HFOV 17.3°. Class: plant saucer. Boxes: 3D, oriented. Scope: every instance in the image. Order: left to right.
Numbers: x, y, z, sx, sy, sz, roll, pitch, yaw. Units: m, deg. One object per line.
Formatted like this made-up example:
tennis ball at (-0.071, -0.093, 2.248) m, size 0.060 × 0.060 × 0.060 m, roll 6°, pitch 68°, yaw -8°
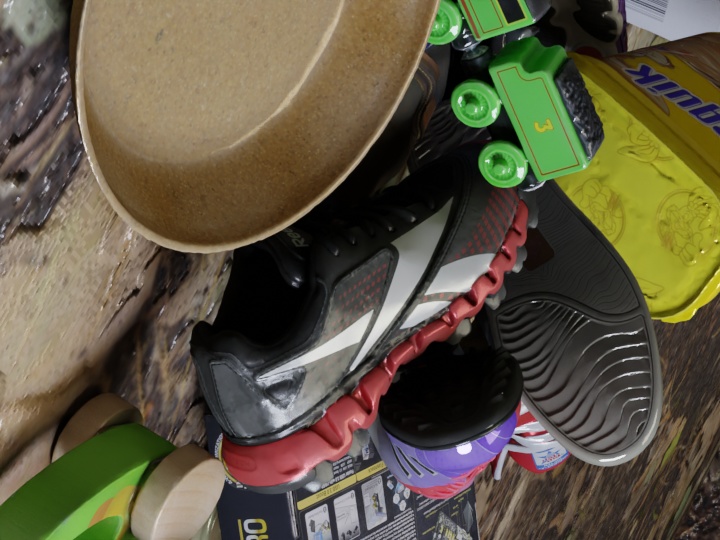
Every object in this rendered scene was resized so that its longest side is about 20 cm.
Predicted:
plant saucer at (-0.043, -0.105, 0.887) m, size 0.200 × 0.035 × 0.201 m, roll -32°, pitch 135°, yaw -38°

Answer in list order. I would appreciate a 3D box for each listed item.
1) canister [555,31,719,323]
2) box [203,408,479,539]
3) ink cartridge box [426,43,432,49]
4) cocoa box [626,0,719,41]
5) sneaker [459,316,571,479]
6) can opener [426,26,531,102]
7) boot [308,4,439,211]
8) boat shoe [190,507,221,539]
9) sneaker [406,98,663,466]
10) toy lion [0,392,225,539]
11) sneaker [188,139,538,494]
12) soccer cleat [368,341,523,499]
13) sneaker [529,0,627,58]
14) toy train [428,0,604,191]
canister at (0.176, -0.059, 1.282) m, size 0.200 × 0.149 × 0.087 m, roll -19°, pitch 149°, yaw -56°
box at (-0.001, 0.127, 1.213) m, size 0.200 × 0.049 × 0.162 m, roll -21°, pitch 104°, yaw -61°
ink cartridge box at (0.096, -0.178, 1.082) m, size 0.200 × 0.044 × 0.094 m, roll -34°, pitch 175°, yaw -3°
cocoa box at (0.249, -0.247, 1.478) m, size 0.131 × 0.133 × 0.200 m, roll -50°, pitch 159°, yaw -41°
sneaker at (0.091, 0.075, 1.270) m, size 0.200 × 0.071 × 0.113 m, roll -64°, pitch 143°, yaw -71°
can opener at (0.063, -0.150, 1.170) m, size 0.079 × 0.063 × 0.200 m, roll -35°, pitch 147°, yaw -58°
boot at (-0.014, -0.058, 1.051) m, size 0.097 × 0.075 × 0.200 m, roll -66°, pitch 166°, yaw -4°
boat shoe at (-0.027, 0.104, 1.269) m, size 0.200 × 0.063 × 0.073 m, roll -34°, pitch 147°, yaw -59°
sneaker at (0.094, 0.014, 1.153) m, size 0.075 × 0.200 × 0.106 m, roll -27°, pitch 156°, yaw 2°
toy lion at (-0.152, 0.175, 1.012) m, size 0.192 × 0.069 × 0.200 m, roll -34°, pitch 146°, yaw -47°
sneaker at (0.000, 0.000, 1.026) m, size 0.200 × 0.071 × 0.098 m, roll -46°, pitch 123°, yaw -23°
soccer cleat at (0.041, 0.075, 1.094) m, size 0.200 × 0.068 × 0.073 m, roll -156°, pitch -133°, yaw -79°
sneaker at (0.133, -0.143, 1.384) m, size 0.200 × 0.080 × 0.084 m, roll 91°, pitch 19°, yaw -59°
toy train at (0.047, -0.124, 0.999) m, size 0.200 × 0.056 × 0.042 m, roll 65°, pitch 31°, yaw -19°
